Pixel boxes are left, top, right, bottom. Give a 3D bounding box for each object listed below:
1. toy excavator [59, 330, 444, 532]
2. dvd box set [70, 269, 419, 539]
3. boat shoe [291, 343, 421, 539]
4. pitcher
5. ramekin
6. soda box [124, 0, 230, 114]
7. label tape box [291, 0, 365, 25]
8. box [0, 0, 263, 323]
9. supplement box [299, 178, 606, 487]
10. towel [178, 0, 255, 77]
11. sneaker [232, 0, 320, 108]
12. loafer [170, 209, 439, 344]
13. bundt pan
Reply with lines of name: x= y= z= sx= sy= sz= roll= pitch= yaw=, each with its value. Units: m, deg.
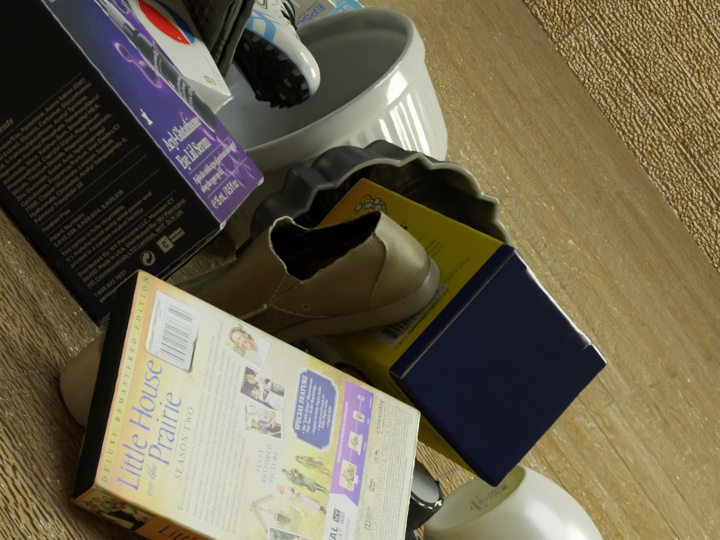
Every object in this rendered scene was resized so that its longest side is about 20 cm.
toy excavator: x=-0.067 y=0.110 z=1.560 sx=0.195 sy=0.100 sz=0.200 roll=54 pitch=24 yaw=9
dvd box set: x=-0.060 y=0.103 z=1.491 sx=0.199 sy=0.029 sz=0.147 roll=27 pitch=50 yaw=-25
boat shoe: x=-0.014 y=0.115 z=1.735 sx=0.200 sy=0.066 sz=0.070 roll=51 pitch=15 yaw=-6
pitcher: x=0.119 y=0.232 z=1.816 sx=0.201 sy=0.121 sz=0.172 roll=60 pitch=-8 yaw=-14
ramekin: x=-0.031 y=-0.094 z=1.923 sx=0.200 sy=0.199 sz=0.105 roll=-96 pitch=161 yaw=-63
soda box: x=-0.161 y=-0.168 z=1.814 sx=0.068 sy=0.064 sz=0.200 roll=21 pitch=29 yaw=-41
label tape box: x=-0.097 y=-0.195 z=2.044 sx=0.200 sy=0.144 sz=0.063 roll=39 pitch=19 yaw=-41
box: x=-0.170 y=-0.089 z=1.658 sx=0.200 sy=0.104 sz=0.148 roll=51 pitch=15 yaw=-7
supplement box: x=0.042 y=0.035 z=1.679 sx=0.109 sy=0.110 sz=0.200 roll=49 pitch=-11 yaw=-31
towel: x=-0.106 y=-0.244 z=1.834 sx=0.034 sy=0.193 sz=0.201 roll=0 pitch=53 yaw=-27
sneaker: x=-0.070 y=-0.170 z=1.901 sx=0.072 sy=0.072 sz=0.200 roll=65 pitch=-12 yaw=-27
loafer: x=-0.053 y=0.006 z=1.608 sx=0.076 sy=0.199 sz=0.068 roll=-87 pitch=159 yaw=-58
bundt pan: x=0.000 y=0.000 z=1.824 sx=0.202 sy=0.202 sz=0.076 roll=42 pitch=1 yaw=-36
